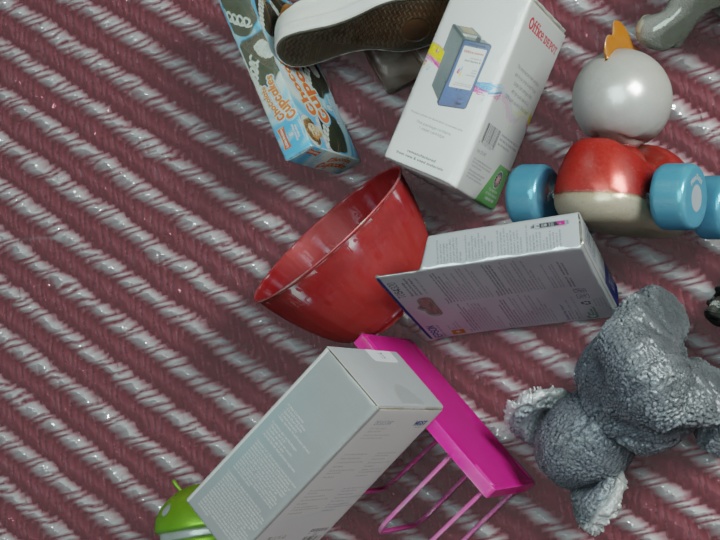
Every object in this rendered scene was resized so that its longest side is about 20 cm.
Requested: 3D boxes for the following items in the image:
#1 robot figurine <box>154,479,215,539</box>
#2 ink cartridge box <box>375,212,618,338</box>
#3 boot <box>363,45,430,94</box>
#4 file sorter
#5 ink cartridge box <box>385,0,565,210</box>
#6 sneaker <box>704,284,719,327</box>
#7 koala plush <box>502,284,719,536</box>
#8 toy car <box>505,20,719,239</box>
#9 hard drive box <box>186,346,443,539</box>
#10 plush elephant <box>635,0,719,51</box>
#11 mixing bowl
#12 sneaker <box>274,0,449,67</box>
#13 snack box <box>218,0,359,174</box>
[{"bbox_3d":[-0.152,0.312,1.645,0.175,0.116,0.201,-11,79,20],"label":"robot figurine"},{"bbox_3d":[0.136,0.009,1.536,0.199,0.196,0.044,-7,68,16],"label":"ink cartridge box"},{"bbox_3d":[0.053,-0.309,1.682,0.186,0.064,0.200,-41,71,18],"label":"boot"},{"bbox_3d":[0.047,0.180,1.581,0.125,0.139,0.200,-45,71,12],"label":"file sorter"},{"bbox_3d":[0.119,-0.177,1.596,0.087,0.145,0.201,25,93,22],"label":"ink cartridge box"},{"bbox_3d":[0.376,0.011,1.510,0.097,0.071,0.202,0,83,-2],"label":"sneaker"},{"bbox_3d":[0.240,0.136,1.511,0.200,0.184,0.178,-43,71,22],"label":"koala plush"},{"bbox_3d":[0.256,-0.135,1.513,0.184,0.177,0.201,3,87,35],"label":"toy car"},{"bbox_3d":[-0.038,0.168,1.460,0.200,0.156,0.077,-47,69,13],"label":"hard drive box"},{"bbox_3d":[0.349,-0.309,1.539,0.164,0.155,0.201,7,125,-17],"label":"plush elephant"},{"bbox_3d":[0.000,0.000,1.611,0.200,0.200,0.108,-40,102,11],"label":"mixing bowl"},{"bbox_3d":[0.007,-0.271,1.636,0.199,0.073,0.085,-8,46,5],"label":"sneaker"},{"bbox_3d":[-0.075,-0.203,1.683,0.037,0.116,0.201,-29,75,22],"label":"snack box"}]
